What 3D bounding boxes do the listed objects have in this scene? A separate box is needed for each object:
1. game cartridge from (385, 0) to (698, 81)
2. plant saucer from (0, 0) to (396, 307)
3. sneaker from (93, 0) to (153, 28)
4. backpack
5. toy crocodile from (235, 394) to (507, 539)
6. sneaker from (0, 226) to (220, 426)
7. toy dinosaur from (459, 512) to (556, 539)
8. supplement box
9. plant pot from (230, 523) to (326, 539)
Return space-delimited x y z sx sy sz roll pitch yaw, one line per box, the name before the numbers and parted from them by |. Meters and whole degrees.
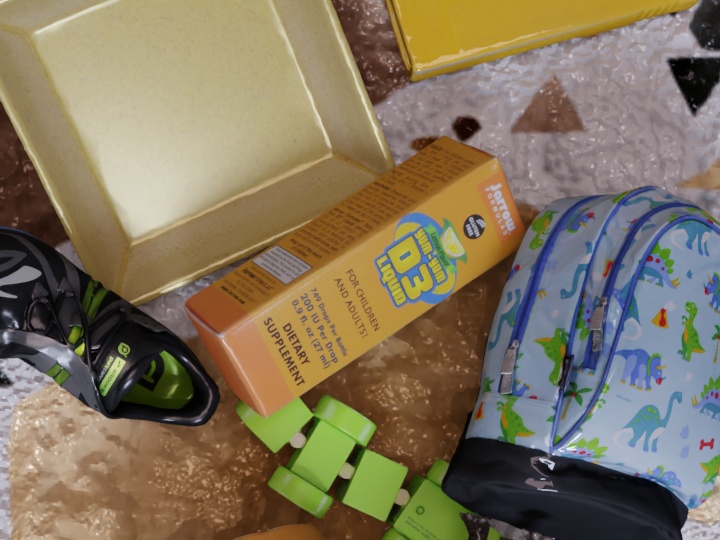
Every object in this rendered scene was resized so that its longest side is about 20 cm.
game cartridge | 0.103 -0.231 0.842 0.200 0.032 0.177 -15 84 -7
plant saucer | -0.103 -0.104 0.777 0.200 0.048 0.200 -24 110 -6
sneaker | -0.129 -0.178 0.808 0.200 0.066 0.079 -14 92 -3
backpack | 0.148 0.050 0.751 0.163 0.154 0.200 27 58 -31
toy crocodile | 0.011 0.132 0.779 0.200 0.062 0.068 32 82 -3
sneaker | -0.155 0.035 0.720 0.200 0.083 0.071 34 80 -39
toy dinosaur | 0.082 0.203 0.725 0.077 0.200 0.102 12 68 30
supplement box | 0.000 0.000 0.766 0.200 0.069 0.067 -35 117 -16
plant pot | -0.048 0.248 0.702 0.200 0.200 0.184 -22 68 -5
